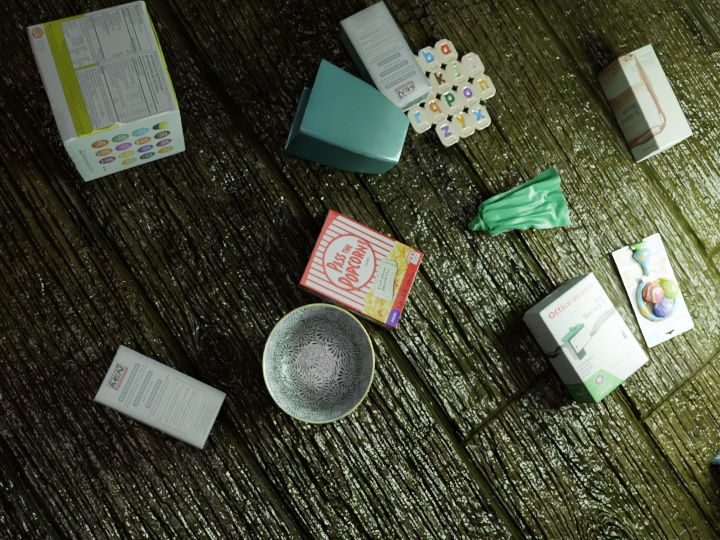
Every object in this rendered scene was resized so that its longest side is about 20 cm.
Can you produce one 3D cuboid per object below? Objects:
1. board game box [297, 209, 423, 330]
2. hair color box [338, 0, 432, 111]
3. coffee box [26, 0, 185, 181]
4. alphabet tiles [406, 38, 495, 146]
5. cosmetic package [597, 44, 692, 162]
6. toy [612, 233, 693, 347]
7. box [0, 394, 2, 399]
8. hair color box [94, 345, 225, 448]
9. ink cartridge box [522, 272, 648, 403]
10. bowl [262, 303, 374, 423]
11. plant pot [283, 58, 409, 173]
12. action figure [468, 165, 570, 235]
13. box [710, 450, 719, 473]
[{"bbox_3d":[0.000,0.000,1.405,0.196,0.046,0.154,24,77,-6],"label":"board game box"},{"bbox_3d":[0.046,-0.407,1.462,0.098,0.061,0.203,-28,81,-9],"label":"hair color box"},{"bbox_3d":[-0.426,-0.303,1.296,0.194,0.200,0.204,-19,84,-13],"label":"coffee box"},{"bbox_3d":[0.171,-0.357,1.511,0.197,0.015,0.199,-28,87,-13],"label":"alphabet tiles"},{"bbox_3d":[0.578,-0.339,1.540,0.086,0.103,0.204,-23,84,-11],"label":"cosmetic package"},{"bbox_3d":[0.596,0.037,1.510,0.113,0.047,0.204,-20,85,-11],"label":"toy"},{"bbox_3d":[-0.684,0.144,1.226,0.093,0.103,0.203,-28,86,-13],"label":"box"},{"bbox_3d":[-0.341,0.218,1.292,0.197,0.061,0.101,26,77,-6],"label":"hair color box"},{"bbox_3d":[0.429,0.129,1.445,0.145,0.084,0.202,-34,89,-14],"label":"ink cartridge box"},{"bbox_3d":[-0.079,0.167,1.339,0.195,0.094,0.206,2,80,-10],"label":"bowl"},{"bbox_3d":[-0.019,-0.265,1.401,0.196,0.141,0.145,21,78,-14],"label":"plant pot"},{"bbox_3d":[0.303,-0.118,1.477,0.195,0.055,0.121,-17,86,-6],"label":"action figure"},{"bbox_3d":[0.833,0.381,1.465,0.200,0.117,0.197,-42,90,-15],"label":"box"}]
